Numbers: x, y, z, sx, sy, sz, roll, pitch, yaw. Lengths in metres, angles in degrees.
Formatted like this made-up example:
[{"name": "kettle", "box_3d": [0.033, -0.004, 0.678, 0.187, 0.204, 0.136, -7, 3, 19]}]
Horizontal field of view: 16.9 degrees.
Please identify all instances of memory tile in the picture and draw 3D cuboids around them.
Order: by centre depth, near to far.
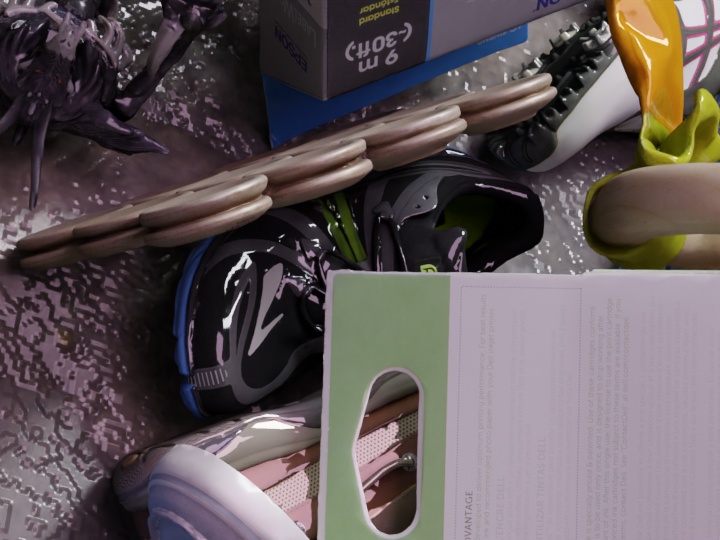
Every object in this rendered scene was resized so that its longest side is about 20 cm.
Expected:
[{"name": "memory tile", "box_3d": [-0.029, -0.038, 0.970, 0.199, 0.153, 0.017, -22, 98, -36]}]

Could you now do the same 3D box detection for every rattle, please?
[{"name": "rattle", "box_3d": [0.188, -0.061, 0.972, 0.130, 0.199, 0.144, 30, 68, -31]}]

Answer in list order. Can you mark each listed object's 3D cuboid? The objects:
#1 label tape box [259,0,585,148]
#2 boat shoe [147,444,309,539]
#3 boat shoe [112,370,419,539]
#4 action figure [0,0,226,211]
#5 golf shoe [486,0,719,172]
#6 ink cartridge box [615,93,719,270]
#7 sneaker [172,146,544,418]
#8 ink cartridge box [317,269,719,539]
[{"name": "label tape box", "box_3d": [0.032, -0.135, 1.004, 0.142, 0.201, 0.066, -23, 48, -22]}, {"name": "boat shoe", "box_3d": [-0.037, 0.157, 0.902, 0.068, 0.072, 0.201, -43, 128, -30]}, {"name": "boat shoe", "box_3d": [0.000, 0.080, 0.978, 0.199, 0.076, 0.072, -18, 88, -18]}, {"name": "action figure", "box_3d": [-0.109, -0.128, 0.989, 0.118, 0.102, 0.201, 22, 58, -6]}, {"name": "golf shoe", "box_3d": [0.139, -0.095, 1.153, 0.200, 0.077, 0.088, -44, 104, -36]}, {"name": "ink cartridge box", "box_3d": [0.211, -0.015, 1.124, 0.136, 0.076, 0.201, 38, 74, -14]}, {"name": "sneaker", "box_3d": [0.000, 0.000, 1.007, 0.199, 0.082, 0.071, -29, 120, -38]}, {"name": "ink cartridge box", "box_3d": [0.086, 0.074, 0.940, 0.198, 0.048, 0.147, 0, 82, 9]}]
